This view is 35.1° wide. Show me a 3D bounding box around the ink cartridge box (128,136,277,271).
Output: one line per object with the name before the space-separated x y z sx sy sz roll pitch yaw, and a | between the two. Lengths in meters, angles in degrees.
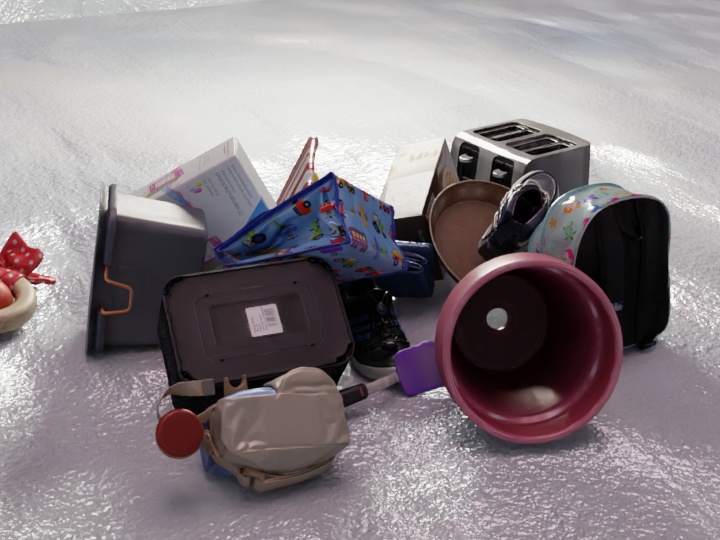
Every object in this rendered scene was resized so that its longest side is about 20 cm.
ink cartridge box | -0.215 -0.060 1.500 0.199 0.145 0.085 -28 25 7

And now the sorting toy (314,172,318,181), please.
sorting toy | -0.007 -0.063 1.691 0.179 0.107 0.200 15 21 -15

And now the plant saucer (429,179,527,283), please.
plant saucer | 0.178 -0.032 1.537 0.199 0.035 0.201 13 53 -17

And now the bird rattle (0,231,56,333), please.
bird rattle | -0.488 0.034 1.481 0.199 0.113 0.163 -1 33 -37

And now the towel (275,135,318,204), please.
towel | -0.096 -0.086 1.622 0.023 0.145 0.201 21 34 -14

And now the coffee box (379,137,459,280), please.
coffee box | 0.085 -0.084 1.616 0.079 0.115 0.201 -9 33 22

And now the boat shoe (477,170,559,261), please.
boat shoe | 0.231 -0.090 1.517 0.074 0.093 0.200 34 48 2

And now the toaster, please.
toaster | 0.266 -0.159 1.849 0.199 0.120 0.181 -15 30 -32

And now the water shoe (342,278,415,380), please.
water shoe | 0.014 0.065 1.399 0.071 0.080 0.200 -8 26 -17

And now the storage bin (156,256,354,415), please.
storage bin | -0.120 0.075 1.284 0.198 0.094 0.136 -9 64 -18

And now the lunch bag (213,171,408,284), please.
lunch bag | -0.068 -0.022 1.382 0.199 0.095 0.150 -23 -23 24

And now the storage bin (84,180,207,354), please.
storage bin | -0.264 0.005 1.403 0.133 0.201 0.146 5 24 -14

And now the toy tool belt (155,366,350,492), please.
toy tool belt | -0.117 0.166 1.166 0.198 0.126 0.123 -5 -14 -19

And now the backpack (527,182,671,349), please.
backpack | 0.299 -0.009 1.423 0.176 0.202 0.150 -13 28 -26

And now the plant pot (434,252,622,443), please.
plant pot | 0.174 0.073 1.278 0.198 0.202 0.179 -2 9 -5

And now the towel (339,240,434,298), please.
towel | 0.000 0.000 1.521 0.198 0.112 0.049 3 62 11

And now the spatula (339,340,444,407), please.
spatula | 0.016 0.131 1.291 0.199 0.057 0.021 -17 -1 -30
